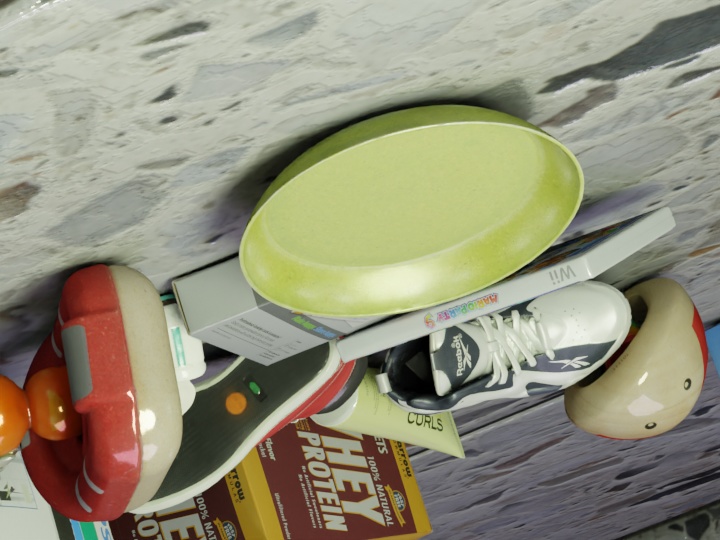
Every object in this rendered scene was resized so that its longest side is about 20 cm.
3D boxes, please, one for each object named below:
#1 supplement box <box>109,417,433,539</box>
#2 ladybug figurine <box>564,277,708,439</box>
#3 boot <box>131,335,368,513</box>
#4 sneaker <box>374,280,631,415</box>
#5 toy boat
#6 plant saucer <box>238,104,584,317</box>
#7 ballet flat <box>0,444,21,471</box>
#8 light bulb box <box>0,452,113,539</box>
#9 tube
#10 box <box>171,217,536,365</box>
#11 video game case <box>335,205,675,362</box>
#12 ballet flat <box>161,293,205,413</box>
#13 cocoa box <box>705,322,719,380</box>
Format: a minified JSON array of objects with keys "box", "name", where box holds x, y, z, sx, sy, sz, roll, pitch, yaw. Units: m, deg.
[{"box":[-0.090,0.189,1.881,0.200,0.133,0.197,-30,162,37],"name":"supplement box"},{"box":[0.221,0.074,1.823,0.136,0.072,0.200,-50,-171,13],"name":"ladybug figurine"},{"box":[-0.085,0.109,1.670,0.200,0.072,0.144,-35,166,5],"name":"boot"},{"box":[0.099,0.059,1.739,0.199,0.080,0.130,-12,177,17],"name":"sneaker"},{"box":[-0.184,0.081,1.384,0.131,0.131,0.200,-7,163,-14],"name":"toy boat"},{"box":[0.026,-0.037,1.317,0.200,0.031,0.200,-11,151,-6],"name":"plant saucer"},{"box":[-0.254,0.102,1.464,0.070,0.067,0.200,8,175,24],"name":"ballet flat"},{"box":[-0.307,0.191,1.640,0.198,0.125,0.200,-23,164,19],"name":"light bulb box"},{"box":[0.027,0.106,1.863,0.052,0.058,0.200,21,-178,32],"name":"tube"},{"box":[0.000,0.000,1.480,0.200,0.041,0.156,-22,165,11],"name":"box"},{"box":[0.098,0.009,1.560,0.200,0.018,0.143,-21,-177,33],"name":"video game case"},{"box":[-0.140,0.076,1.536,0.069,0.070,0.200,-13,165,-19],"name":"ballet flat"},{"box":[0.438,0.089,2.162,0.131,0.134,0.200,-29,162,37],"name":"cocoa box"}]
